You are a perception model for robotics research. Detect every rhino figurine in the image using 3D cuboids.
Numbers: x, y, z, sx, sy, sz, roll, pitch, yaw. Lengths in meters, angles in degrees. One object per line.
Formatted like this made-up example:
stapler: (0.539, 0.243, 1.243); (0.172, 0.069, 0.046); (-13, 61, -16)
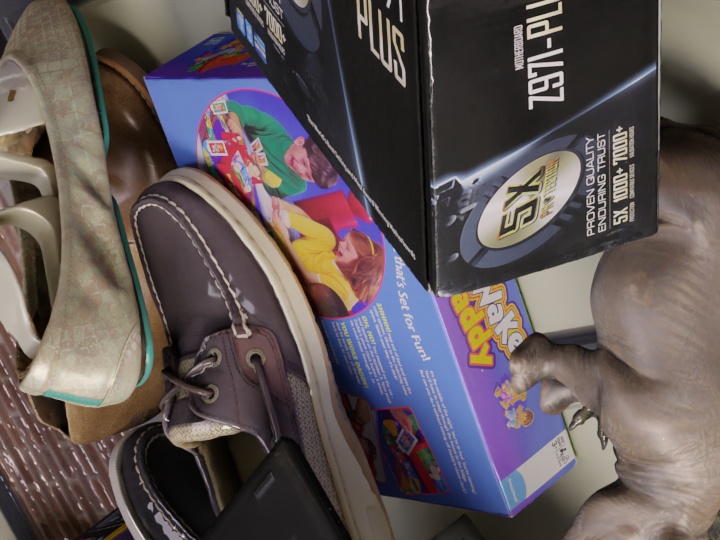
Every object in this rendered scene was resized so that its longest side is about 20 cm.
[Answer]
rhino figurine: (0.102, 0.039, 1.016); (0.087, 0.060, 0.201); (4, 93, 25)

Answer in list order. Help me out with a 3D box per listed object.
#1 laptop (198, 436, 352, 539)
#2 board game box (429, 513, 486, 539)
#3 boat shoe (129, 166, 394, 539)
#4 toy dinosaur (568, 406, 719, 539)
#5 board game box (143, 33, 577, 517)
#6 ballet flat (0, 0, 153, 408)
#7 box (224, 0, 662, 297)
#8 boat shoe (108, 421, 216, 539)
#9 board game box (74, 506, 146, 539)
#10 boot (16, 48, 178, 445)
laptop: (0.009, 0.196, 1.153); (0.187, 0.116, 0.200); (-52, 58, 37)
board game box: (0.049, 0.231, 1.226); (0.147, 0.064, 0.200); (-41, 85, 14)
boat shoe: (-0.050, 0.056, 1.168); (0.072, 0.065, 0.200); (-18, 96, 57)
toy dinosaur: (0.118, 0.071, 1.085); (0.088, 0.047, 0.201); (112, 142, -73)
board game box: (0.000, 0.000, 1.171); (0.134, 0.045, 0.200); (4, 121, 47)
ballet flat: (-0.134, -0.035, 1.185); (0.067, 0.062, 0.200); (-55, 43, 49)
box: (0.020, -0.116, 0.954); (0.200, 0.086, 0.164); (-125, 25, -48)
boat shoe: (-0.032, 0.140, 1.298); (0.200, 0.074, 0.060); (48, 144, 3)
board game box: (-0.083, 0.214, 1.336); (0.057, 0.165, 0.200); (-19, 103, 53)
boot: (-0.116, -0.004, 1.275); (0.074, 0.075, 0.200); (32, 136, 37)
